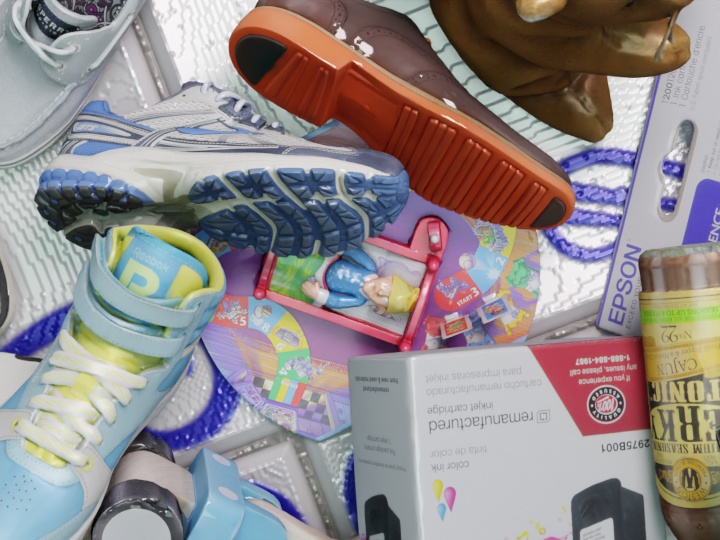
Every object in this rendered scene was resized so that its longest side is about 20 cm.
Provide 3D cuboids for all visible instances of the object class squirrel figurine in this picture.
[{"bbox_3d":[0.076,-0.158,0.663,0.199,0.187,0.143,26,98,-2],"label":"squirrel figurine"}]

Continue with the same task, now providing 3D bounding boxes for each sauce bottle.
[{"bbox_3d":[0.177,0.087,0.687,0.064,0.065,0.202,-7,89,3],"label":"sauce bottle"}]

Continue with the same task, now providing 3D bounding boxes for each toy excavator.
[{"bbox_3d":[-0.056,0.157,0.767,0.199,0.100,0.196,28,97,-16],"label":"toy excavator"}]

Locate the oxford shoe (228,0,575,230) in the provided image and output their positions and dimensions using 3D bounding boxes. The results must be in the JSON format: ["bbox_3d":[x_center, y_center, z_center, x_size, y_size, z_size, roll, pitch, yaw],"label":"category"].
[{"bbox_3d":[0.033,-0.093,0.727,0.199,0.071,0.073,32,57,-4],"label":"oxford shoe"}]

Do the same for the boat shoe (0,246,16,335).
[{"bbox_3d":[-0.260,-0.042,0.751,0.071,0.068,0.201,-31,97,4],"label":"boat shoe"}]

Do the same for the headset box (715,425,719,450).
[{"bbox_3d":[0.282,0.126,0.616,0.173,0.093,0.200,-28,125,18],"label":"headset box"}]

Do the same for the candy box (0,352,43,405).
[{"bbox_3d":[-0.259,0.102,0.732,0.198,0.137,0.061,9,134,1],"label":"candy box"}]

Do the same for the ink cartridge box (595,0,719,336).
[{"bbox_3d":[0.228,-0.035,0.706,0.199,0.043,0.200,24,106,44],"label":"ink cartridge box"}]

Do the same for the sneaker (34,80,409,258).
[{"bbox_3d":[-0.071,-0.062,0.726,0.198,0.077,0.086,3,59,12],"label":"sneaker"}]

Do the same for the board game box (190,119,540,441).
[{"bbox_3d":[0.000,0.000,0.760,0.199,0.039,0.159,-26,96,4],"label":"board game box"}]

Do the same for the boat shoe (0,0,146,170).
[{"bbox_3d":[-0.155,-0.140,0.731,0.070,0.072,0.201,36,97,-3],"label":"boat shoe"}]

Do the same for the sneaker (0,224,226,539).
[{"bbox_3d":[-0.133,0.051,0.672,0.079,0.201,0.131,29,133,-1],"label":"sneaker"}]

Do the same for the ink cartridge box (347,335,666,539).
[{"bbox_3d":[0.079,0.139,0.717,0.144,0.083,0.202,-3,88,-23],"label":"ink cartridge box"}]
